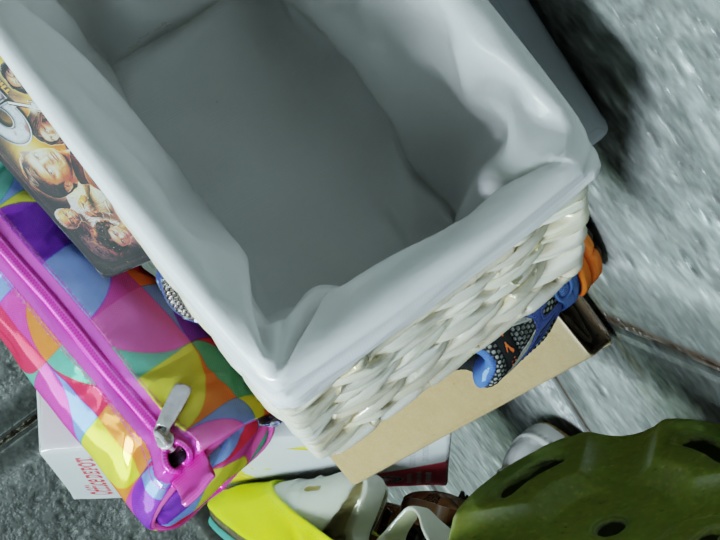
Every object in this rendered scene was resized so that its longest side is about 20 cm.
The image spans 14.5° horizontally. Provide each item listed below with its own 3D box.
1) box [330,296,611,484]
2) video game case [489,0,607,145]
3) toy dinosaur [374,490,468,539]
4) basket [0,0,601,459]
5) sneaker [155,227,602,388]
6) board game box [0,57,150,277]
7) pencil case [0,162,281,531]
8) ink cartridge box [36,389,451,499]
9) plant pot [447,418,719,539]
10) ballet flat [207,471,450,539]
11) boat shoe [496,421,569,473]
[{"bbox_3d":[0.000,0.000,1.210,0.164,0.021,0.200,51,144,-4],"label":"box"},{"bbox_3d":[0.003,-0.129,1.015,0.200,0.023,0.182,57,171,-11],"label":"video game case"},{"bbox_3d":[0.048,0.145,1.438,0.200,0.102,0.136,39,177,26],"label":"toy dinosaur"},{"bbox_3d":[-0.026,-0.050,0.953,0.200,0.135,0.123,52,172,21],"label":"basket"},{"bbox_3d":[-0.006,0.006,1.103,0.199,0.079,0.075,-2,134,39],"label":"sneaker"},{"bbox_3d":[-0.130,-0.093,1.189,0.200,0.035,0.135,49,146,-15],"label":"board game box"},{"bbox_3d":[-0.122,0.027,1.290,0.200,0.088,0.088,47,169,14],"label":"pencil case"},{"bbox_3d":[-0.056,0.060,1.402,0.145,0.199,0.084,87,-179,-76],"label":"ink cartridge box"},{"bbox_3d":[0.115,0.165,1.068,0.200,0.200,0.185,36,148,62],"label":"plant pot"},{"bbox_3d":[0.004,0.136,1.362,0.067,0.067,0.200,14,-166,-45],"label":"ballet flat"},{"bbox_3d":[0.093,0.123,1.313,0.071,0.069,0.200,51,173,-12],"label":"boat shoe"}]
